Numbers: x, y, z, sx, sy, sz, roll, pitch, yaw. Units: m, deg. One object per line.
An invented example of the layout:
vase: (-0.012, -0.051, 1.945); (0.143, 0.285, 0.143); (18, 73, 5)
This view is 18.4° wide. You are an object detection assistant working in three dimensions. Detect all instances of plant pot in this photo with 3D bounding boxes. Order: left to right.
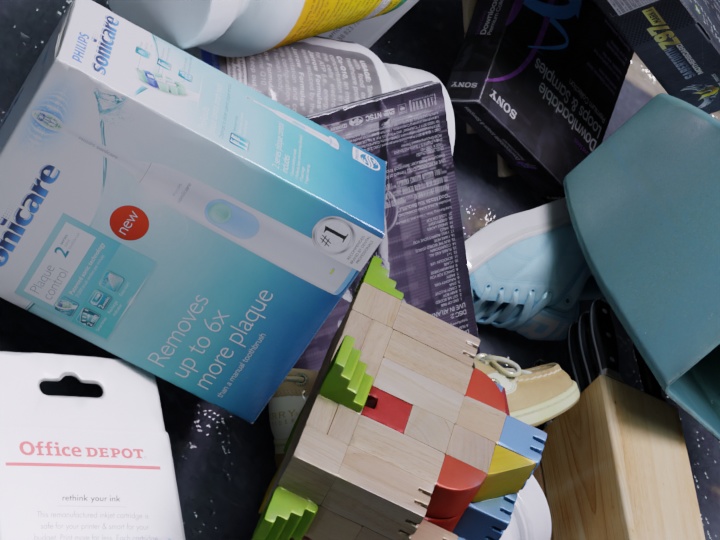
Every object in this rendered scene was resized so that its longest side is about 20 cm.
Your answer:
plant pot: (0.225, -0.007, 1.415); (0.141, 0.141, 0.200); (38, 13, -47)

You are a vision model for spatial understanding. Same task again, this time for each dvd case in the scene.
dvd case: (0.000, 0.000, 1.334); (0.148, 0.016, 0.201); (-18, 106, -30)

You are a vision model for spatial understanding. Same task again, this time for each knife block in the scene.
knife block: (0.163, 0.108, 1.372); (0.064, 0.200, 0.176); (22, 83, -24)

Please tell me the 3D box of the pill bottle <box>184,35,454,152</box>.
pill bottle: (-0.049, -0.091, 1.366); (0.199, 0.114, 0.114); (8, 61, -32)

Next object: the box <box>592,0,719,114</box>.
box: (0.184, -0.209, 1.431); (0.200, 0.051, 0.158); (39, 37, -56)

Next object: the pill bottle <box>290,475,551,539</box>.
pill bottle: (0.017, 0.174, 1.264); (0.200, 0.112, 0.112); (-28, 83, -43)

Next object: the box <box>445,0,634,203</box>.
box: (0.135, -0.165, 1.514); (0.143, 0.036, 0.201); (39, 67, -45)

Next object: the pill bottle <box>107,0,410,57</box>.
pill bottle: (-0.052, -0.185, 1.276); (0.200, 0.113, 0.113); (-23, 80, -49)

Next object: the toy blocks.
toy blocks: (0.035, 0.097, 1.212); (0.136, 0.100, 0.200); (25, 39, -3)

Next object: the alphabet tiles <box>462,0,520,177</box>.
alphabet tiles: (0.123, -0.169, 1.531); (0.166, 0.006, 0.201); (-13, 105, -49)

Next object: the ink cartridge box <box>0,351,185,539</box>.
ink cartridge box: (-0.157, 0.149, 1.180); (0.115, 0.068, 0.201); (6, 62, -35)

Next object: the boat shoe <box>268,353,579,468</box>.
boat shoe: (0.039, 0.073, 1.322); (0.200, 0.073, 0.063); (-9, 89, -22)

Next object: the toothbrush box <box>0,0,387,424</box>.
toothbrush box: (-0.106, -0.032, 1.209); (0.200, 0.147, 0.085); (29, 27, -14)

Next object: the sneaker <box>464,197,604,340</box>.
sneaker: (0.105, 0.011, 1.446); (0.200, 0.074, 0.082); (-24, 75, -42)

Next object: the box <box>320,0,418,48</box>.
box: (-0.015, -0.274, 1.434); (0.200, 0.199, 0.131); (34, 47, -17)
